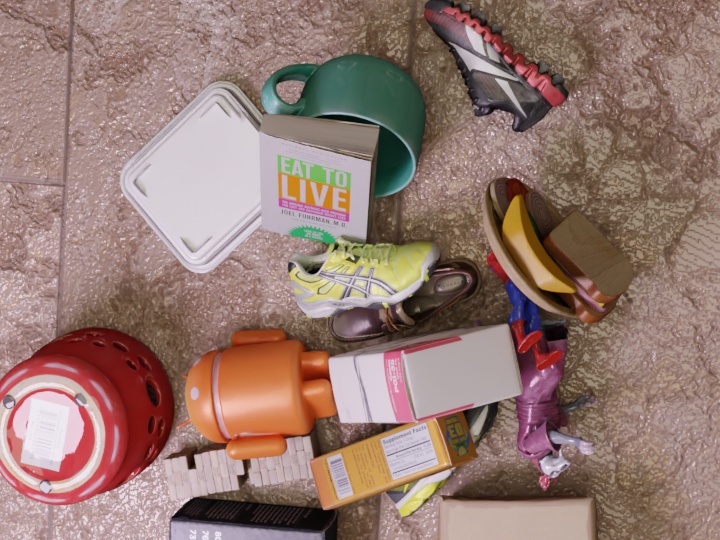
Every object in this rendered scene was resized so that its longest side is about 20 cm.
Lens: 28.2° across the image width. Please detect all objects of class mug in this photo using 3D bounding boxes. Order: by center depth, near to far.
[{"bbox_3d":[-0.007,-0.185,1.650,0.150,0.185,0.116,-8,51,29],"label":"mug"}]

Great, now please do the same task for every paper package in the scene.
[{"bbox_3d":[0.188,0.366,1.691,0.188,0.103,0.203,-2,82,8],"label":"paper package"}]

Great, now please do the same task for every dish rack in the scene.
[{"bbox_3d":[-0.187,-0.113,1.752,0.200,0.044,0.172,-41,88,10],"label":"dish rack"}]

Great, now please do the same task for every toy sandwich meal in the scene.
[{"bbox_3d":[0.222,-0.032,1.621,0.070,0.205,0.206,-37,89,32],"label":"toy sandwich meal"}]

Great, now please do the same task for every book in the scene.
[{"bbox_3d":[-0.050,-0.101,1.649,0.132,0.201,0.049,11,60,4],"label":"book"}]

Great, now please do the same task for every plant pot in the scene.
[{"bbox_3d":[-0.342,0.181,1.738,0.197,0.183,0.204,1,97,7],"label":"plant pot"}]

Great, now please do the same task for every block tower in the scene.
[{"bbox_3d":[-0.140,0.238,1.774,0.197,0.054,0.059,-9,95,9],"label":"block tower"}]

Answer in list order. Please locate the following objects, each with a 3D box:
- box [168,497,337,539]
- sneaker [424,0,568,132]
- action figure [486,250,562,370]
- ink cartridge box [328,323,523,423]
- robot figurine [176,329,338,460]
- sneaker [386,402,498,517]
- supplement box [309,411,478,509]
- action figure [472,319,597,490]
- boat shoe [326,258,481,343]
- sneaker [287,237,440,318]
[{"bbox_3d":[-0.131,0.370,1.760,0.197,0.104,0.150,4,96,8],"label":"box"},{"bbox_3d":[0.143,-0.237,1.673,0.200,0.071,0.098,39,98,2],"label":"sneaker"},{"bbox_3d":[0.186,0.026,1.644,0.052,0.201,0.065,-42,124,19],"label":"action figure"},{"bbox_3d":[0.069,0.119,1.634,0.145,0.199,0.084,-13,91,-26],"label":"ink cartridge box"},{"bbox_3d":[-0.126,0.148,1.731,0.197,0.117,0.146,-7,94,10],"label":"robot figurine"},{"bbox_3d":[0.085,0.208,1.713,0.084,0.074,0.201,42,113,9],"label":"sneaker"},{"bbox_3d":[0.037,0.221,1.676,0.198,0.066,0.070,-22,80,34],"label":"supplement box"},{"bbox_3d":[0.203,0.157,1.672,0.147,0.134,0.203,-2,93,10],"label":"action figure"},{"bbox_3d":[0.048,0.038,1.715,0.197,0.072,0.073,-17,93,10],"label":"boat shoe"},{"bbox_3d":[0.000,0.000,1.689,0.198,0.076,0.077,-17,121,24],"label":"sneaker"}]
